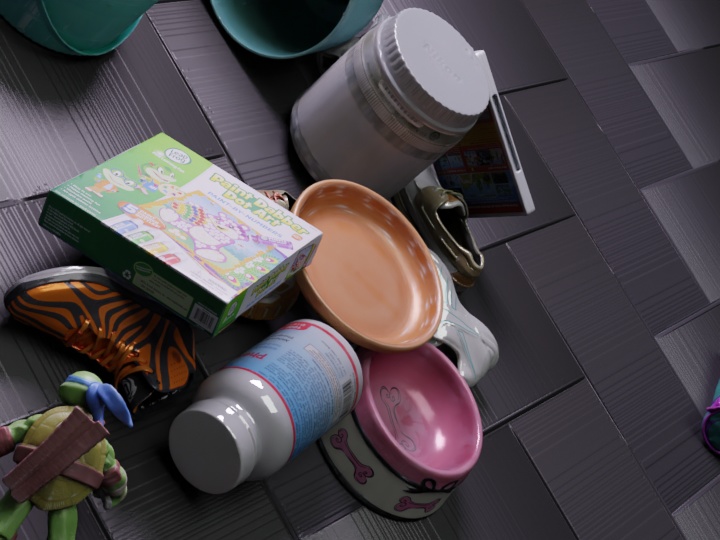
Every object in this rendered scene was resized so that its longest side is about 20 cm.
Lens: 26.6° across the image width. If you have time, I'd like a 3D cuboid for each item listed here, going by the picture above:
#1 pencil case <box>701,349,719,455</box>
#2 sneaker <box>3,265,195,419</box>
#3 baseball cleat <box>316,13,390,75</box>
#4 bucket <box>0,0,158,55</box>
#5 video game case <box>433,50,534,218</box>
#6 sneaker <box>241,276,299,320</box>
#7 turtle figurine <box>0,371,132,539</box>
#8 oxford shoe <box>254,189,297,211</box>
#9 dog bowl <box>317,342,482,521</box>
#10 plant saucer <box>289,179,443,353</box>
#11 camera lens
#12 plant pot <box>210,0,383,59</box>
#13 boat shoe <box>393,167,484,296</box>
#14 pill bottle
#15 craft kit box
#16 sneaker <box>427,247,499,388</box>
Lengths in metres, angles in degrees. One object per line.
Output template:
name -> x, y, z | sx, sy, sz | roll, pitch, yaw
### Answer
pencil case -> 0.520, 0.165, 2.074 | 0.093, 0.085, 0.200 | 59, 34, -18
sneaker -> -0.223, 0.067, 1.363 | 0.199, 0.077, 0.113 | 14, 50, -40
baseball cleat -> -0.001, -0.276, 1.888 | 0.200, 0.105, 0.070 | -82, 166, -75
bucket -> -0.289, -0.331, 1.568 | 0.206, 0.135, 0.209 | 27, 44, -29
video game case -> 0.127, -0.159, 1.818 | 0.017, 0.142, 0.202 | -29, 107, -33
sneaker -> -0.156, -0.010, 1.518 | 0.199, 0.076, 0.088 | 21, 30, -38
turtle figurine -> -0.266, 0.183, 1.228 | 0.144, 0.198, 0.195 | 44, 52, -48
oxford shoe -> -0.114, -0.068, 1.590 | 0.199, 0.075, 0.071 | 17, 49, -38
dog bowl -> 0.045, 0.153, 1.584 | 0.199, 0.074, 0.201 | 27, 44, -29
plant saucer -> 0.000, 0.000, 1.571 | 0.199, 0.037, 0.201 | 27, 44, -29
camera lens -> 0.029, -0.181, 1.732 | 0.159, 0.200, 0.161 | 27, 44, -29
plant pot -> -0.056, -0.352, 1.794 | 0.202, 0.200, 0.161 | 58, 27, 8
boat shoe -> 0.096, -0.067, 1.821 | 0.074, 0.068, 0.201 | 2, 59, -46
pill bottle -> -0.090, 0.129, 1.430 | 0.109, 0.109, 0.200 | 54, 36, 2
craft kit box -> -0.163, -0.039, 1.418 | 0.199, 0.049, 0.197 | 31, 27, 11
sneaker -> 0.077, 0.047, 1.708 | 0.201, 0.070, 0.080 | 51, 39, -4
